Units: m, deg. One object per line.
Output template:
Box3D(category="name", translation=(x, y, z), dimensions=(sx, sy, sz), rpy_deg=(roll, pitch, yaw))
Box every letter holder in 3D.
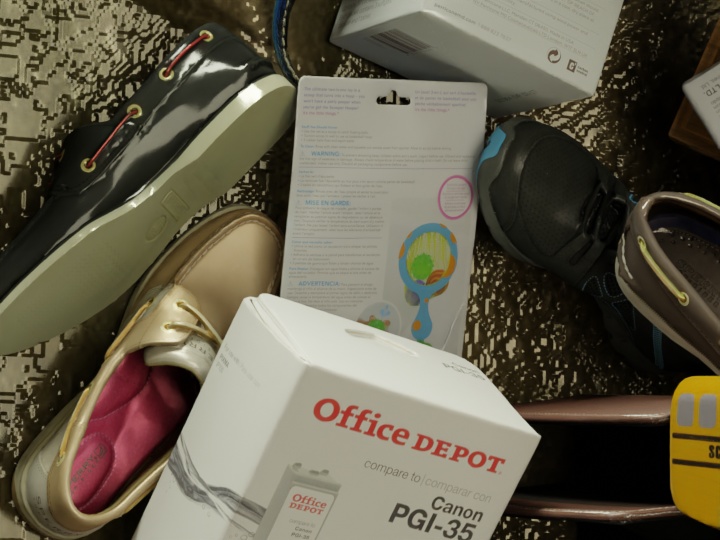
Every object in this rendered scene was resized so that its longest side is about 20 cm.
Box3D(category="letter holder", translation=(0.107, 0.118, 1.329), dimensions=(0.141, 0.200, 0.101), rpy_deg=(-4, 89, -25))

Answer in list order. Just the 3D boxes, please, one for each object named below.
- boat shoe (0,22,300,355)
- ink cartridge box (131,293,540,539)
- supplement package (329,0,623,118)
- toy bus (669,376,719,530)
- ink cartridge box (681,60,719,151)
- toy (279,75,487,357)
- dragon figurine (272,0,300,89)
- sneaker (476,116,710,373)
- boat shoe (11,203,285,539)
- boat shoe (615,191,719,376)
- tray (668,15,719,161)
Box3D(category="boat shoe", translation=(-0.121, -0.040, 1.307), dimensions=(0.201, 0.074, 0.063), rpy_deg=(-44, 70, -10))
Box3D(category="ink cartridge box", translation=(-0.025, 0.131, 1.285), dimensions=(0.146, 0.083, 0.201), rpy_deg=(18, 104, -30))
Box3D(category="supplement package", translation=(0.081, -0.197, 1.376), dimensions=(0.109, 0.114, 0.201), rpy_deg=(23, 77, -23))
Box3D(category="toy bus", translation=(0.214, 0.086, 1.159), dimensions=(0.065, 0.200, 0.079), rpy_deg=(3, 87, -24))
Box3D(category="ink cartridge box", translation=(0.267, -0.042, 1.352), dimensions=(0.119, 0.042, 0.201), rpy_deg=(-32, 77, 9))
Box3D(category="toy", translation=(0.000, 0.000, 1.361), dimensions=(0.115, 0.047, 0.201), rpy_deg=(-1, 98, -33))
Box3D(category="dragon figurine", translation=(-0.005, -0.196, 1.343), dimensions=(0.059, 0.099, 0.201), rpy_deg=(24, 78, -22))
Box3D(category="sneaker", translation=(0.141, -0.014, 1.394), dimensions=(0.200, 0.082, 0.073), rpy_deg=(40, 69, -34))
Box3D(category="boat shoe", translation=(-0.093, 0.052, 1.309), dimensions=(0.074, 0.069, 0.200), rpy_deg=(39, 73, -19))
Box3D(category="boat shoe", translation=(0.212, 0.033, 1.304), dimensions=(0.200, 0.060, 0.072), rpy_deg=(39, 72, 16))
Box3D(category="tray", translation=(0.275, -0.076, 1.392), dimensions=(0.199, 0.037, 0.099), rpy_deg=(25, 93, 15))
